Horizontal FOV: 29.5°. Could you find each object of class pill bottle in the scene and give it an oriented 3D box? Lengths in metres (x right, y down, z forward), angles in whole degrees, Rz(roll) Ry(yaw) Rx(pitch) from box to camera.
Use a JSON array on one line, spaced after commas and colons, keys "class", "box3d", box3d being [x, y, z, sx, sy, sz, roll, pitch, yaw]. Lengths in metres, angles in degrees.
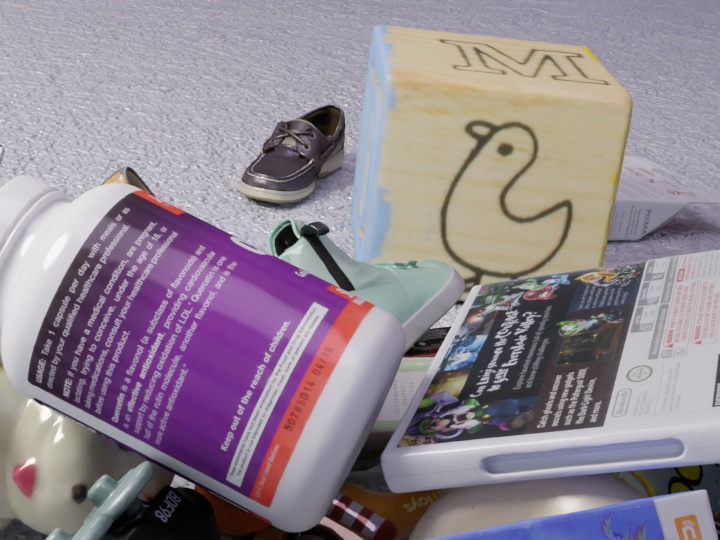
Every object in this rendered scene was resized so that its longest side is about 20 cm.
[{"class": "pill bottle", "box3d": [-0.086, 0.032, 0.643, 0.199, 0.113, 0.112, 27, 24, 6]}]

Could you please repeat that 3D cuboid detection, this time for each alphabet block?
[{"class": "alphabet block", "box3d": [0.102, -0.092, 1.176, 0.199, 0.196, 0.197, 5, 23, -5]}]

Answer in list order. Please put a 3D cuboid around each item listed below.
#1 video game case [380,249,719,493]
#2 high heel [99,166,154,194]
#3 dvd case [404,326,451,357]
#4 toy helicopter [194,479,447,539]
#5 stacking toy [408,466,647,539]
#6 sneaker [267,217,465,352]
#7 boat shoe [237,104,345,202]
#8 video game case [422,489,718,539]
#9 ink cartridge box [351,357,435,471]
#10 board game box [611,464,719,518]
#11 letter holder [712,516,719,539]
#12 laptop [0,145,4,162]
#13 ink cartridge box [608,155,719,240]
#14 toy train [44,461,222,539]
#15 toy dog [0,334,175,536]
[{"class": "video game case", "box3d": [0.121, 0.042, 0.662, 0.181, 0.023, 0.200, -8, 20, 21]}, {"class": "high heel", "box3d": [-0.091, 0.012, 0.910, 0.199, 0.143, 0.071, 9, 20, 3]}, {"class": "dvd case", "box3d": [0.110, 0.088, 0.955, 0.146, 0.022, 0.200, -5, 24, -30]}, {"class": "toy helicopter", "box3d": [0.013, 0.141, 0.707, 0.199, 0.079, 0.132, -16, 47, -32]}, {"class": "stacking toy", "box3d": [0.112, 0.158, 0.683, 0.146, 0.147, 0.200, 17, 5, 21]}, {"class": "sneaker", "box3d": [0.000, 0.000, 0.934, 0.118, 0.074, 0.200, 51, 24, 0]}, {"class": "boat shoe", "box3d": [-0.064, -0.119, 1.355, 0.072, 0.065, 0.200, 16, 24, 17]}, {"class": "video game case", "box3d": [0.061, 0.184, 0.497, 0.199, 0.182, 0.045, -4, -16, -29]}, {"class": "ink cartridge box", "box3d": [0.025, 0.083, 0.796, 0.199, 0.048, 0.146, 1, -17, -21]}, {"class": "board game box", "box3d": [0.203, 0.099, 0.815, 0.105, 0.103, 0.200, -7, 33, -32]}, {"class": "letter holder", "box3d": [0.254, 0.131, 0.632, 0.200, 0.101, 0.142, 39, -14, -28]}, {"class": "laptop", "box3d": [-0.376, -0.023, 0.937, 0.187, 0.116, 0.200, 11, 22, 11]}, {"class": "ink cartridge box", "box3d": [0.256, -0.078, 1.402, 0.199, 0.057, 0.163, 5, 20, -31]}, {"class": "toy train", "box3d": [-0.118, 0.161, 0.570, 0.085, 0.114, 0.200, 42, 19, -4]}, {"class": "toy dog", "box3d": [-0.194, 0.084, 0.742, 0.199, 0.140, 0.194, 17, 5, 19]}]
